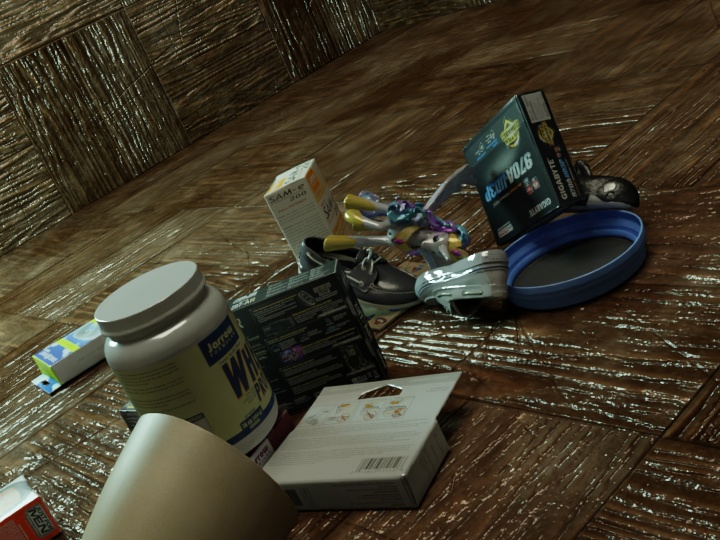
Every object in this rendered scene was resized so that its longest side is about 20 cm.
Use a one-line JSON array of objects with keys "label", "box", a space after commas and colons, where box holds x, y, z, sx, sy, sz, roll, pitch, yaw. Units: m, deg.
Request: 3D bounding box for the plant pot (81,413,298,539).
[{"label": "plant pot", "box": [-0.189, 0.271, 0.903, 0.187, 0.187, 0.200, -3, 43, 46]}]

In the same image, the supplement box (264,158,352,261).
[{"label": "supplement box", "box": [-0.065, -0.059, 1.495, 0.073, 0.200, 0.126, -24, 17, 12]}]

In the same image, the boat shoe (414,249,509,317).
[{"label": "boat shoe", "box": [0.127, 0.029, 1.253, 0.073, 0.067, 0.200, -1, -13, -19]}]

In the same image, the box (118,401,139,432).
[{"label": "box", "box": [-0.218, 0.164, 1.354, 0.199, 0.049, 0.161, -8, 24, 38]}]

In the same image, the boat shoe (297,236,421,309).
[{"label": "boat shoe", "box": [0.000, 0.000, 1.381, 0.199, 0.063, 0.073, 15, 42, 19]}]

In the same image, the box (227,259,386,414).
[{"label": "box", "box": [-0.087, 0.096, 1.209, 0.199, 0.161, 0.044, -22, 20, 11]}]

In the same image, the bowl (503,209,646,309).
[{"label": "bowl", "box": [0.271, -0.014, 1.243, 0.200, 0.039, 0.201, -21, 20, 8]}]

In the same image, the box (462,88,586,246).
[{"label": "box", "box": [0.220, -0.137, 1.331, 0.046, 0.160, 0.200, -17, -8, -19]}]

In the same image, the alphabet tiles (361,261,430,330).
[{"label": "alphabet tiles", "box": [0.027, 0.043, 1.433, 0.200, 0.006, 0.166, -36, 23, -28]}]

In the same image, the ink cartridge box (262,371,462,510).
[{"label": "ink cartridge box", "box": [0.005, 0.186, 1.048, 0.199, 0.044, 0.174, -11, 24, 34]}]

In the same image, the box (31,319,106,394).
[{"label": "box", "box": [-0.501, 0.140, 1.743, 0.200, 0.048, 0.122, -34, 22, -26]}]

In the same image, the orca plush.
[{"label": "orca plush", "box": [0.310, -0.117, 1.350, 0.105, 0.071, 0.200, 10, -5, -19]}]

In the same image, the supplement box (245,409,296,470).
[{"label": "supplement box", "box": [-0.176, 0.226, 1.131, 0.199, 0.061, 0.109, -12, 24, 34]}]

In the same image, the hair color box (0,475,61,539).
[{"label": "hair color box", "box": [-0.480, 0.345, 1.185, 0.200, 0.061, 0.101, -34, 21, -25]}]

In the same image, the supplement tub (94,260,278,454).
[{"label": "supplement tub", "box": [-0.192, 0.106, 1.068, 0.145, 0.201, 0.145, -21, 21, 9]}]

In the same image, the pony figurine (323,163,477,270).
[{"label": "pony figurine", "box": [0.075, -0.059, 1.331, 0.199, 0.167, 0.193, 10, 22, 20]}]
